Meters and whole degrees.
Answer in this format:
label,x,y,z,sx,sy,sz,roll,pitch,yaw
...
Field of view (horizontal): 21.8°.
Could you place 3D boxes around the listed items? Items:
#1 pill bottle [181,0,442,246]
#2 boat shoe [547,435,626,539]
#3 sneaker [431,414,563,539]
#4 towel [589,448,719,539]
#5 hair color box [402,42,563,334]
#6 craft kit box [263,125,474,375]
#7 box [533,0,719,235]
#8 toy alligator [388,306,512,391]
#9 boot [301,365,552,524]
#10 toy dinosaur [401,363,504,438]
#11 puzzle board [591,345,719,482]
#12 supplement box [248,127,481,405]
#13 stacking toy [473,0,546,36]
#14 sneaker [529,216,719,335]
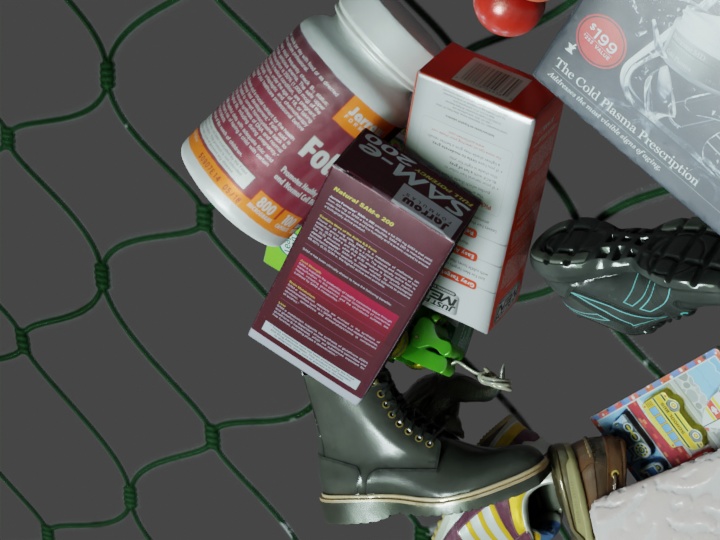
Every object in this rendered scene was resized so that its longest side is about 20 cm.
label,x,y,z,sx,sy,sz,roll,pitch,yaw
pill bottle,-0.033,-0.124,1.448,0.200,0.114,0.114,-44,85,13
boat shoe,0.209,0.227,1.533,0.067,0.072,0.201,-16,110,0
sneaker,0.123,0.222,1.618,0.090,0.075,0.201,36,135,23
towel,0.284,0.226,1.404,0.199,0.032,0.192,-26,58,22
hair color box,0.083,-0.061,1.423,0.101,0.061,0.201,25,129,18
craft kit box,0.022,-0.041,1.559,0.197,0.048,0.201,34,133,22
box,0.251,-0.150,1.258,0.200,0.104,0.182,41,134,11
toy alligator,0.046,0.052,1.534,0.199,0.059,0.055,13,83,34
boot,0.046,0.126,1.515,0.199,0.077,0.139,-11,94,20
toy dinosaur,0.050,0.131,1.613,0.077,0.102,0.200,24,121,-14
puzzle board,0.291,0.171,1.490,0.200,0.017,0.151,53,136,-1
supplement box,0.000,0.000,1.430,0.109,0.061,0.200,33,133,3
stacking toy,0.137,-0.236,1.318,0.085,0.085,0.200,45,139,7
sneaker,0.225,0.006,1.414,0.199,0.075,0.079,8,135,43
